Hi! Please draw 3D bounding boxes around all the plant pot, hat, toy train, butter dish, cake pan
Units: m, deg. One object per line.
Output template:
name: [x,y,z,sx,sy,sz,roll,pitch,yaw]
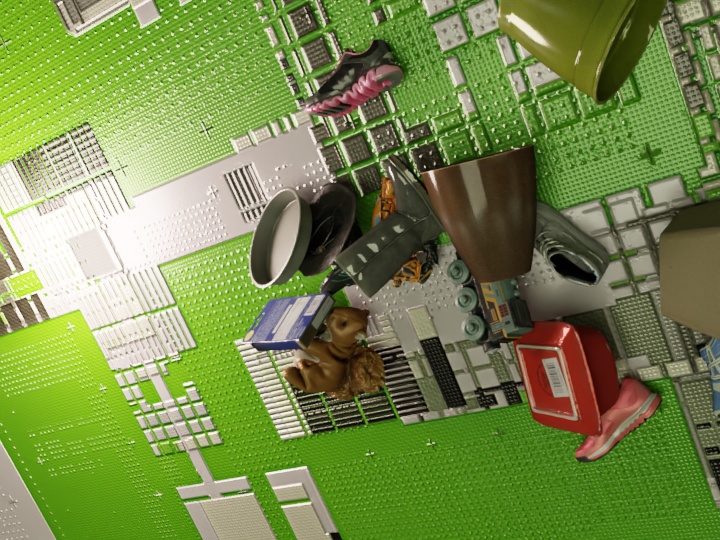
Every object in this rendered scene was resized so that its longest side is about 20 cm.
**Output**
plant pot: [0.214,-0.087,1.301,0.187,0.187,0.200,-12,97,28]
hat: [-0.047,-0.066,1.484,0.081,0.201,0.201,26,129,-33]
toy train: [0.229,0.043,1.398,0.114,0.085,0.200,-25,68,33]
plant pot: [0.315,-0.377,1.164,0.193,0.200,0.201,33,122,22]
butter dish: [0.380,0.170,1.386,0.199,0.148,0.200,-6,100,68]
plant pot: [0.562,-0.008,1.205,0.177,0.200,0.200,6,114,35]
cake pan: [-0.151,-0.059,1.512,0.037,0.200,0.200,17,127,-30]

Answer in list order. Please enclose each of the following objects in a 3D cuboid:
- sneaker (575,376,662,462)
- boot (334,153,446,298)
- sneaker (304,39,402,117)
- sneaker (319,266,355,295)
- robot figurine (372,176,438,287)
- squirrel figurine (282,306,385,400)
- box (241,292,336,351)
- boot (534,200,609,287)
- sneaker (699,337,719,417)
sneaker: [0.452,0.268,1.444,0.087,0.074,0.200,47,119,16]
boot: [0.037,-0.076,1.371,0.200,0.073,0.182,-35,99,10]
sneaker: [-0.020,-0.339,1.396,0.200,0.079,0.095,-21,80,29]
sneaker: [0.000,0.000,1.519,0.079,0.075,0.200,47,122,-3]
robot figurine: [0.077,-0.064,1.432,0.145,0.058,0.200,5,101,-4]
squirrel figurine: [-0.033,0.162,1.588,0.200,0.142,0.187,39,112,-12]
box: [-0.146,0.104,1.580,0.200,0.121,0.032,-7,134,47]
boot: [0.327,-0.048,1.338,0.200,0.096,0.074,31,120,9]
sneaker: [0.611,0.153,1.321,0.077,0.076,0.200,21,121,41]
